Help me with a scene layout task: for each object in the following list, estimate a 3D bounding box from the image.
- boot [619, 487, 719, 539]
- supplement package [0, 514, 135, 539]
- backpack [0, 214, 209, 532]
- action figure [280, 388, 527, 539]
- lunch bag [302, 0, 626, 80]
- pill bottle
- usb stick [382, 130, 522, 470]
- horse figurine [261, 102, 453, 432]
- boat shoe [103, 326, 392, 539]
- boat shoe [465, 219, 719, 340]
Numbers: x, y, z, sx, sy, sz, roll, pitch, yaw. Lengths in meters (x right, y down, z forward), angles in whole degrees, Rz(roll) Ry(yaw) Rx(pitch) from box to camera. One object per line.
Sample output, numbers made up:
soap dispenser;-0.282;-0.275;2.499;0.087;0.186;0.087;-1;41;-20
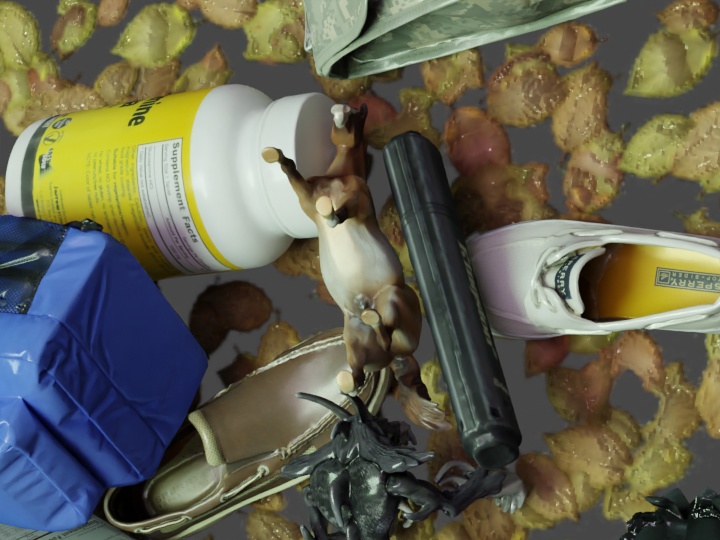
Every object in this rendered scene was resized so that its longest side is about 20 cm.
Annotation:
boot;0.217;0.206;1.020;0.162;0.073;0.198;-7;74;24
supplement package;-0.226;0.244;1.175;0.200;0.147;0.191;26;116;27
backpack;-0.225;0.052;1.138;0.200;0.163;0.168;10;55;30
action figure;0.027;0.150;1.106;0.119;0.102;0.200;-10;101;37
lunch bag;0.038;-0.213;1.139;0.200;0.118;0.164;-16;77;31
pill bottle;-0.107;-0.052;1.195;0.200;0.112;0.113;-7;81;26
usb stick;0.050;0.013;1.094;0.033;0.055;0.200;-18;64;8
horse figurine;0.000;0.000;1.094;0.050;0.133;0.200;-22;86;13
boat shoe;-0.071;0.104;1.179;0.202;0.075;0.075;-40;68;18
boat shoe;0.126;0.005;1.089;0.200;0.070;0.071;5;85;31
